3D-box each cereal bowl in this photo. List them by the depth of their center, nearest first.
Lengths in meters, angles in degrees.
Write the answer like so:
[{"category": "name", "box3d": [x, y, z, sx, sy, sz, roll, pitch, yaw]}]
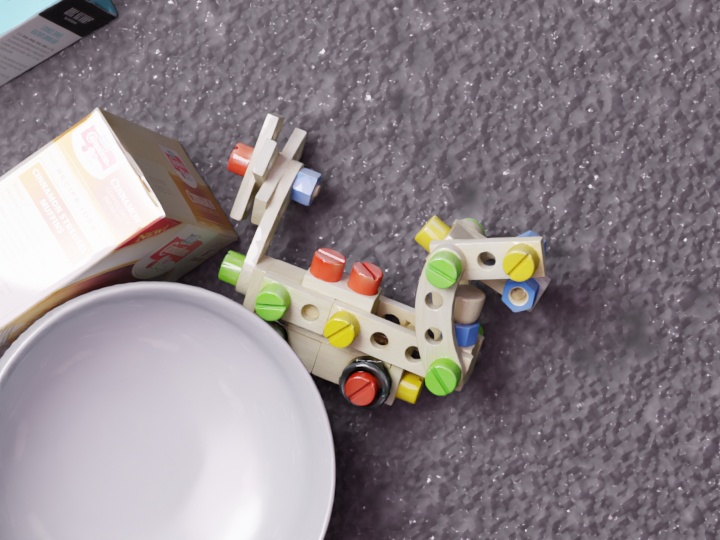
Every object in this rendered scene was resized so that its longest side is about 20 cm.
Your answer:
[{"category": "cereal bowl", "box3d": [-0.116, 0.104, 1.405, 0.199, 0.083, 0.201, -1, 93, -15]}]

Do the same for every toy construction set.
[{"category": "toy construction set", "box3d": [0.000, 0.000, 1.439, 0.200, 0.092, 0.132, 28, 117, 20]}]

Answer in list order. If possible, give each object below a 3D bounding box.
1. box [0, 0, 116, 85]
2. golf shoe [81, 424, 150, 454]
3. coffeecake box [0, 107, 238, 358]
[{"category": "box", "box3d": [-0.244, -0.123, 1.502, 0.200, 0.082, 0.049, -30, 81, 8]}, {"category": "golf shoe", "box3d": [-0.179, 0.116, 1.487, 0.199, 0.095, 0.078, -24, 44, -12]}, {"category": "coffeecake box", "box3d": [-0.183, 0.003, 1.445, 0.200, 0.153, 0.073, -35, 80, 8]}]
